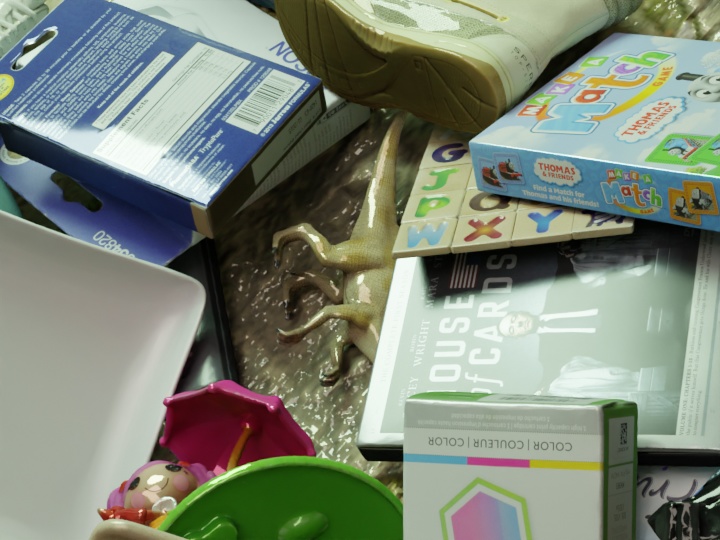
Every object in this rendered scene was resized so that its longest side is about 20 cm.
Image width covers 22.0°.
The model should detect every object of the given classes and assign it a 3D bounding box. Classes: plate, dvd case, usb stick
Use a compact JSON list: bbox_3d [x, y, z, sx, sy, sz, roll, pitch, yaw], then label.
[{"bbox_3d":[-0.212,0.069,1.076,0.201,0.199,0.032,-71,17,-3],"label":"plate"},{"bbox_3d":[0.104,0.033,0.988,0.198,0.025,0.151,-1,57,23],"label":"dvd case"},{"bbox_3d":[-0.114,0.007,1.160,0.055,0.033,0.201,-20,56,11],"label":"usb stick"}]

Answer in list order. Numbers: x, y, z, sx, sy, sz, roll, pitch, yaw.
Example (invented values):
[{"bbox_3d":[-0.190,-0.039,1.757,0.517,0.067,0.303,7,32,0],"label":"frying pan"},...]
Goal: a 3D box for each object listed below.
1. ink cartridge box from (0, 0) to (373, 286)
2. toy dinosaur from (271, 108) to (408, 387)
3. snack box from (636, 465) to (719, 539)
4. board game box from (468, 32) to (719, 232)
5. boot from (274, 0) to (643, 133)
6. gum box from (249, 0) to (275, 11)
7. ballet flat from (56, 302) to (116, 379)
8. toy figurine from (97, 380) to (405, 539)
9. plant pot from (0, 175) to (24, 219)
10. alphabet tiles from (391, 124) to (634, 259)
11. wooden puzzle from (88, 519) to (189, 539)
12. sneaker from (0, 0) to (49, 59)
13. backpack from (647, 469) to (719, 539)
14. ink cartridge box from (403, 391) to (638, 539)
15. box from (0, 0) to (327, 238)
[{"bbox_3d":[-0.129,-0.102,1.189,0.200,0.041,0.199,-38,52,-23],"label":"ink cartridge box"},{"bbox_3d":[0.000,0.000,1.112,0.100,0.058,0.202,-5,64,4],"label":"toy dinosaur"},{"bbox_3d":[0.132,0.093,0.989,0.141,0.053,0.201,4,64,28],"label":"snack box"},{"bbox_3d":[0.182,-0.077,1.009,0.199,0.037,0.151,11,37,41],"label":"board game box"},{"bbox_3d":[0.057,-0.163,1.138,0.154,0.072,0.199,-37,43,-29],"label":"boot"},{"bbox_3d":[-0.095,-0.247,1.194,0.169,0.200,0.045,26,74,33],"label":"gum box"},{"bbox_3d":[-0.200,0.088,1.141,0.200,0.076,0.064,-41,85,3],"label":"ballet flat"},{"bbox_3d":[-0.083,0.138,0.998,0.199,0.151,0.184,-24,26,-5],"label":"toy figurine"},{"bbox_3d":[-0.277,0.007,1.156,0.134,0.200,0.201,32,76,1],"label":"plant pot"},{"bbox_3d":[0.126,-0.060,1.050,0.198,0.008,0.168,-7,28,16],"label":"alphabet tiles"},{"bbox_3d":[-0.068,0.235,0.882,0.184,0.046,0.202,18,90,-6],"label":"wooden puzzle"},{"bbox_3d":[-0.254,-0.167,1.239,0.099,0.078,0.200,-42,19,10],"label":"sneaker"},{"bbox_3d":[0.272,0.124,0.851,0.200,0.147,0.183,-43,53,0],"label":"backpack"},{"bbox_3d":[0.078,0.162,0.907,0.103,0.059,0.202,1,90,26],"label":"ink cartridge box"},{"bbox_3d":[-0.135,-0.101,1.139,0.199,0.033,0.121,24,57,26],"label":"box"}]
